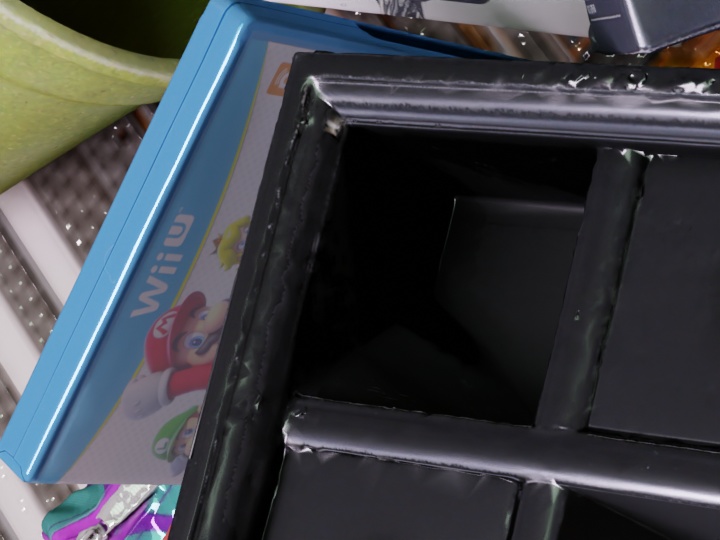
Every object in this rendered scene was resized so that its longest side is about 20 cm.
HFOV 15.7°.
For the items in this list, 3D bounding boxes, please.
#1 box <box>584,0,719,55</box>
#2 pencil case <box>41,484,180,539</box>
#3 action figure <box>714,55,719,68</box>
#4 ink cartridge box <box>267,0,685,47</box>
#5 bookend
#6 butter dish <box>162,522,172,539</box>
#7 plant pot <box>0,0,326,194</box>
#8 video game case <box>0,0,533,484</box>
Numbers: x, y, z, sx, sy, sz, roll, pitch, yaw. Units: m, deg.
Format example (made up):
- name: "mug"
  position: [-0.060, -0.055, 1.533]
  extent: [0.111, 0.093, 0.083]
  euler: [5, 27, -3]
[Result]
- name: "box"
  position: [0.125, -0.167, 0.615]
  extent: [0.200, 0.104, 0.182]
  euler: [-19, 93, 2]
- name: "pencil case"
  position: [-0.026, 0.026, 0.839]
  extent: [0.085, 0.092, 0.200]
  euler: [38, 109, 29]
- name: "action figure"
  position: [0.167, -0.023, 0.704]
  extent: [0.193, 0.105, 0.200]
  euler: [-15, 58, 39]
- name: "ink cartridge box"
  position: [0.007, -0.154, 0.746]
  extent: [0.200, 0.084, 0.145]
  euler: [7, 69, 2]
- name: "bookend"
  position: [0.062, 0.059, 0.620]
  extent: [0.198, 0.092, 0.200]
  euler: [7, 76, 36]
- name: "butter dish"
  position: [0.002, 0.152, 0.794]
  extent: [0.199, 0.148, 0.200]
  euler: [23, 101, -13]
- name: "plant pot"
  position: [-0.140, -0.103, 0.876]
  extent: [0.184, 0.200, 0.201]
  euler: [-38, 69, 40]
- name: "video game case"
  position: [0.000, 0.000, 0.755]
  extent: [0.018, 0.200, 0.143]
  euler: [40, 111, 35]
